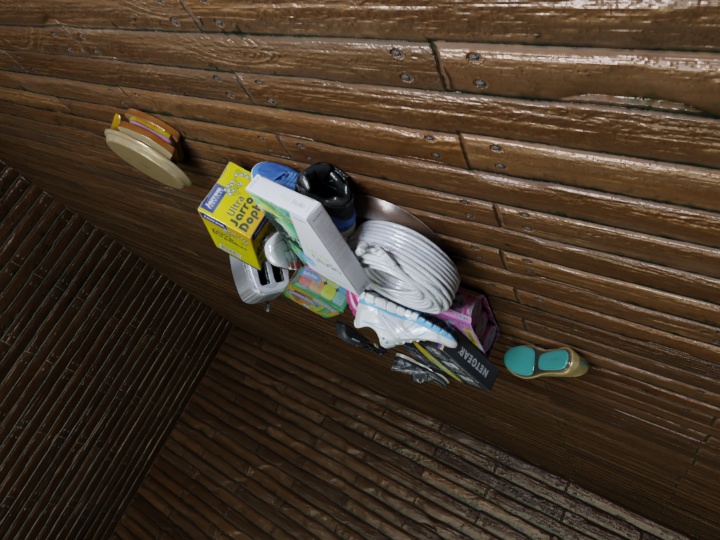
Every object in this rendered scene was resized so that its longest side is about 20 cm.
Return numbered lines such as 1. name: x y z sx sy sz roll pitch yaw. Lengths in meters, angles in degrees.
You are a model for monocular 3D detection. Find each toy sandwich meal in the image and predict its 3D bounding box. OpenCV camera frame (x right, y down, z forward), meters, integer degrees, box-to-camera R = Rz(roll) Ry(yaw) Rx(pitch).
1. toy sandwich meal: -0.409 -0.238 1.062 0.204 0.071 0.205 26 168 6

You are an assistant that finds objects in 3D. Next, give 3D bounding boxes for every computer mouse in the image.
1. computer mouse: -0.002 0.249 1.862 0.140 0.046 0.200 10 155 49

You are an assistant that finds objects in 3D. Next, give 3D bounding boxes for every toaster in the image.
1. toaster: -0.237 -0.004 1.275 0.113 0.202 0.129 -10 174 -26

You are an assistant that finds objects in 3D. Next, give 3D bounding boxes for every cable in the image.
1. cable: 0.064 -0.002 0.879 0.199 0.070 0.200 33 164 -18

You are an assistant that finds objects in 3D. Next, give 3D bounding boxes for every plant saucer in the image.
1. plant saucer: 0.045 -0.057 0.919 0.199 0.032 0.200 25 164 8

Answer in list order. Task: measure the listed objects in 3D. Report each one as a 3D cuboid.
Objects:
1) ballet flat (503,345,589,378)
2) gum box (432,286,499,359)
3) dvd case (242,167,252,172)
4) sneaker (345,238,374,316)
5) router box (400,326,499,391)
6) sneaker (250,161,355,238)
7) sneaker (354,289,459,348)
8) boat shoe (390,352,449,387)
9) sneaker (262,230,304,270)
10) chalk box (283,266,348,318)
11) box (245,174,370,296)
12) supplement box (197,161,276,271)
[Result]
1. ballet flat: 0.366 0.187 1.067 0.063 0.069 0.200 19 168 -19
2. gum box: 0.194 0.093 1.054 0.113 0.066 0.200 19 162 31
3. dvd case: -0.142 -0.126 1.038 0.142 0.018 0.200 15 159 36
4. sneaker: 0.000 0.000 1.040 0.201 0.088 0.081 66 159 -12
5. router box: 0.168 0.166 1.101 0.157 0.052 0.200 11 156 48
6. sneaker: -0.090 -0.137 0.833 0.199 0.077 0.112 36 154 16
7. sneaker: 0.080 0.108 0.976 0.199 0.087 0.075 22 -173 12
8. boat shoe: 0.198 0.347 1.799 0.199 0.068 0.072 24 161 11
9. sneaker: -0.141 -0.039 0.965 0.081 0.078 0.200 -10 -172 14
10. chalk box: -0.073 0.016 1.157 0.124 0.124 0.200 30 163 -8
11. box: -0.077 -0.051 0.823 0.144 0.036 0.200 28 160 38
12. supplement box: -0.216 -0.095 1.023 0.109 0.109 0.200 28 163 4
